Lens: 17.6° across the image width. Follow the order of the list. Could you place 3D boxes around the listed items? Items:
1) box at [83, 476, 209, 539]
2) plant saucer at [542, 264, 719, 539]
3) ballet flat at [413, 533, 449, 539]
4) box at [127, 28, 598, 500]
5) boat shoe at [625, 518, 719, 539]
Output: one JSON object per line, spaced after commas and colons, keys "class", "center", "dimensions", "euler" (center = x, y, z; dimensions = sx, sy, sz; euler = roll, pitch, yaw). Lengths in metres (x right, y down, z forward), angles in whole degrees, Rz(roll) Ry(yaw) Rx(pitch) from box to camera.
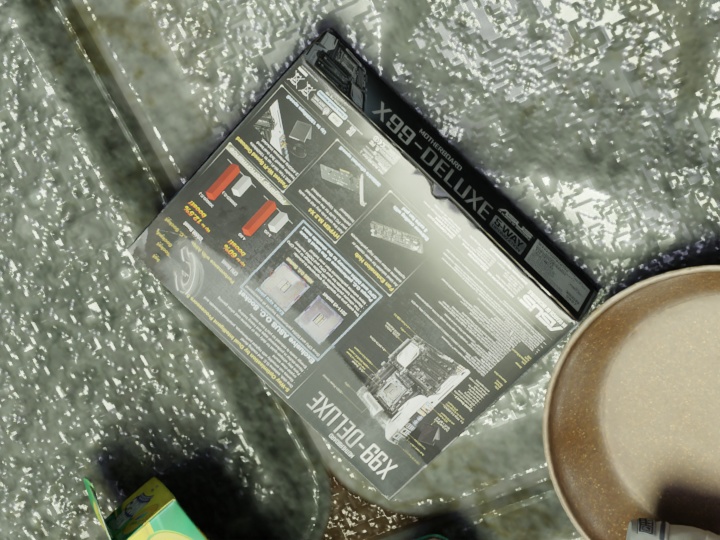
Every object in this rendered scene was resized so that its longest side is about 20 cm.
{"class": "box", "center": [-0.081, 0.189, 1.296], "dimensions": [0.048, 0.117, 0.200], "euler": [-41, 98, -7]}
{"class": "plant saucer", "center": [0.195, 0.084, 1.204], "dimensions": [0.199, 0.037, 0.202], "euler": [7, 113, 16]}
{"class": "ballet flat", "center": [0.033, 0.239, 1.300], "dimensions": [0.067, 0.070, 0.202], "euler": [2, 98, 8]}
{"class": "box", "center": [0.000, 0.000, 1.225], "dimensions": [0.200, 0.050, 0.158], "euler": [43, 119, -3]}
{"class": "boat shoe", "center": [0.161, 0.231, 1.205], "dimensions": [0.069, 0.071, 0.202], "euler": [7, 92, 4]}
